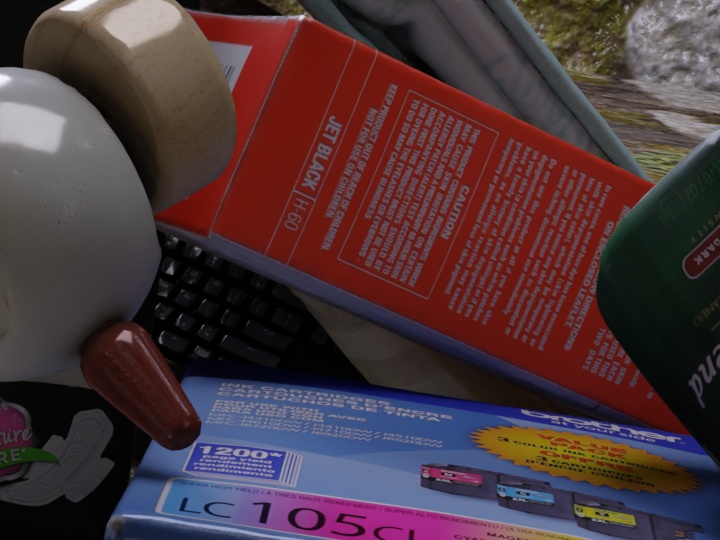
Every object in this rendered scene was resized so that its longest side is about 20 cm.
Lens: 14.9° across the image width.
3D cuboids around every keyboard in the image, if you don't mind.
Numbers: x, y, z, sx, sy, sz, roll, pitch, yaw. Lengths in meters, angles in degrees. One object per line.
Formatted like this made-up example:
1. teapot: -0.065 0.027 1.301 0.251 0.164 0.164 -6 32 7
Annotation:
1. keyboard: -0.041 -0.008 0.897 0.200 0.021 0.127 25 54 9

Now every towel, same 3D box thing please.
1. towel: 0.010 -0.083 0.841 0.200 0.048 0.171 49 2 -29

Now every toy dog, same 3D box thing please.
1. toy dog: -0.084 0.016 0.612 0.132 0.096 0.200 -30 -7 -12

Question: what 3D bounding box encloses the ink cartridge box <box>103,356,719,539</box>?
1. ink cartridge box: 0.015 0.076 0.625 0.136 0.076 0.200 9 7 0

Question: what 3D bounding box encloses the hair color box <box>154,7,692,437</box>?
1. hair color box: 0.041 -0.002 0.727 0.200 0.061 0.101 25 -3 -23

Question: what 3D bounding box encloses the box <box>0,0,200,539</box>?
1. box: -0.137 -0.039 0.775 0.148 0.200 0.124 6 10 -23

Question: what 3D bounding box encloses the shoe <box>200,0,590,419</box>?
1. shoe: 0.000 0.000 0.822 0.200 0.053 0.070 47 32 -8

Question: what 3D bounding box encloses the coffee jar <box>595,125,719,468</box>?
1. coffee jar: 0.138 0.049 0.561 0.085 0.104 0.200 24 28 -53
